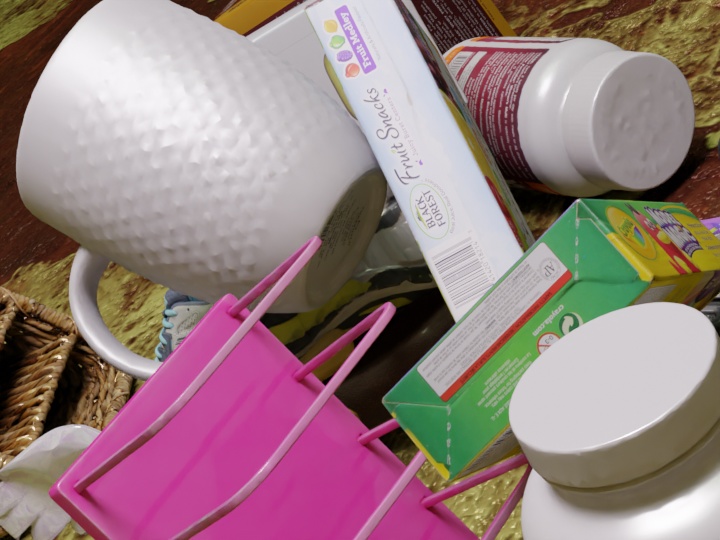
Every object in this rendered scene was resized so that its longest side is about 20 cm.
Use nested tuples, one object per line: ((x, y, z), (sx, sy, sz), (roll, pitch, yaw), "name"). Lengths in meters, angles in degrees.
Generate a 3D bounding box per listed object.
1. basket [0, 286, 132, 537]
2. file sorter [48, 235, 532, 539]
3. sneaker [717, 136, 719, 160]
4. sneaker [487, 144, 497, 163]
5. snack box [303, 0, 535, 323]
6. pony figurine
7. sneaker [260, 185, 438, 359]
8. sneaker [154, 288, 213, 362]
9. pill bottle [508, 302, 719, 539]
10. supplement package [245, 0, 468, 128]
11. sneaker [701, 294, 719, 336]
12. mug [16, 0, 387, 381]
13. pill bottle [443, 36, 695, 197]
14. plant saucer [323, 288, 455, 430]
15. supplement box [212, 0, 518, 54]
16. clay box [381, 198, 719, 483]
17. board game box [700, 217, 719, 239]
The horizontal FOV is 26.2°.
((-0.274, 0.093, 1.150), (0.148, 0.143, 0.200), (-24, 25, 17), "basket")
((-0.008, 0.106, 0.699), (0.139, 0.200, 0.125), (-50, 8, -36), "file sorter")
((0.313, -0.106, 0.927), (0.199, 0.074, 0.082), (-10, 30, 38), "sneaker")
((0.035, -0.048, 1.118), (0.199, 0.088, 0.075), (-13, 60, 44), "sneaker")
((0.048, -0.054, 0.867), (0.053, 0.201, 0.142), (-27, -17, 8), "snack box")
((-0.094, 0.126, 0.862), (0.193, 0.167, 0.200), (-48, -14, 30), "pony figurine")
((0.000, 0.000, 0.972), (0.199, 0.075, 0.085), (-26, -10, -7), "sneaker")
((-0.109, 0.046, 1.076), (0.200, 0.086, 0.078), (-42, 12, 23), "sneaker")
((0.131, 0.113, 0.560), (0.112, 0.201, 0.113), (-25, 25, 12), "pill bottle")
((-0.052, -0.111, 1.060), (0.199, 0.111, 0.156), (-33, 10, -6), "supplement package")
((0.191, 0.047, 0.746), (0.115, 0.076, 0.199), (-61, 26, -9), "sneaker")
((-0.092, -0.033, 0.874), (0.201, 0.174, 0.148), (-63, -18, 2), "mug")
((0.137, -0.110, 1.098), (0.109, 0.110, 0.200), (-39, 25, -19), "pill bottle")
((0.017, 0.037, 1.020), (0.199, 0.032, 0.200), (-33, 20, 13), "plant saucer")
((0.002, -0.184, 1.268), (0.132, 0.198, 0.200), (-25, 22, 38), "supplement box")
((0.097, 0.024, 0.667), (0.115, 0.048, 0.200), (-47, -15, 18), "clay box")
((0.175, 0.016, 0.911), (0.199, 0.032, 0.120), (-10, 35, 38), "board game box")
